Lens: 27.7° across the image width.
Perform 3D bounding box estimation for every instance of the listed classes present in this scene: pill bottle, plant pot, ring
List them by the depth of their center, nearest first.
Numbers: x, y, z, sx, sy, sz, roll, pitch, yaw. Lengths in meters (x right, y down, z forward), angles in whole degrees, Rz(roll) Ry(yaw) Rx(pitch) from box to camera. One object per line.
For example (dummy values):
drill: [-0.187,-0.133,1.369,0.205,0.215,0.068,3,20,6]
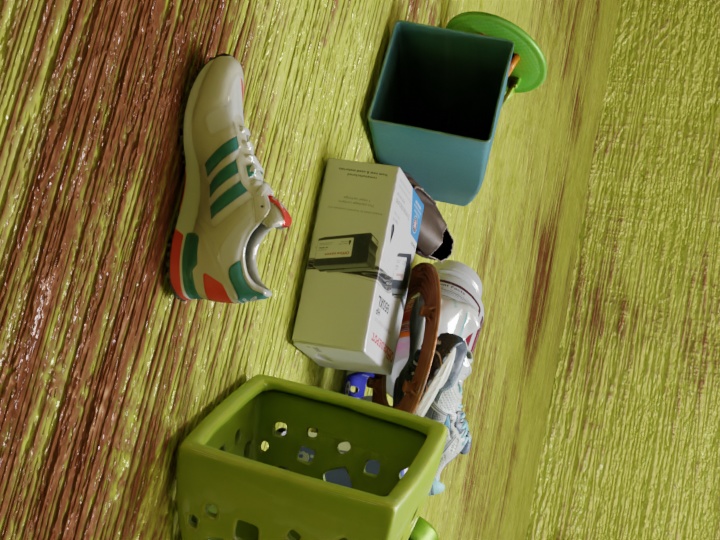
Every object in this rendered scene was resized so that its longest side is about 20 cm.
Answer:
plant pot: [-0.050,0.225,1.301,0.199,0.199,0.182,-42,145,-67]
ring: [0.044,0.087,1.617,0.200,0.019,0.201,-166,-90,-76]
plant pot: [0.094,-0.169,1.734,0.200,0.141,0.142,87,17,-63]
pill bottle: [0.097,0.078,1.889,0.200,0.112,0.113,-65,157,-51]

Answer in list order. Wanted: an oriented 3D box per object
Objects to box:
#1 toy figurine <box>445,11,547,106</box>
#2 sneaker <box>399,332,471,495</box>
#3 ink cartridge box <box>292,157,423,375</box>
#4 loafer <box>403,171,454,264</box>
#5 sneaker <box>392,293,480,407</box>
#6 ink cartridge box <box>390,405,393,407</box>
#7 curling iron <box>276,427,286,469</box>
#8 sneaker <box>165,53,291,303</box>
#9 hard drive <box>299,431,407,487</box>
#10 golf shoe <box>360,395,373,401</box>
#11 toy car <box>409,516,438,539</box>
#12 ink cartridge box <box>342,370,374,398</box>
toy figurine: [0.134,-0.211,1.931,0.185,0.150,0.200,-60,-179,-24]
sneaker: [0.085,0.160,1.604,0.078,0.086,0.201,-107,-146,-62]
ink cartridge box: [0.000,0.000,1.557,0.145,0.084,0.201,47,53,-71]
loafer: [0.072,-0.059,1.737,0.073,0.071,0.200,-56,158,1]
sneaker: [0.085,0.121,1.665,0.071,0.080,0.201,-104,-155,-58]
ink cartridge box: [0.029,0.272,1.811,0.148,0.075,0.201,7,89,-74]
curling iron: [-0.077,0.256,1.516,0.050,0.025,0.201,-52,146,-67]
sneaker: [-0.095,-0.069,1.166,0.070,0.093,0.201,3,95,-75]
hard drive: [-0.015,0.267,1.546,0.025,0.131,0.201,-57,151,-56]
golf shoe: [-0.010,0.199,1.649,0.200,0.075,0.092,-65,154,-49]
toy car: [0.067,0.412,1.680,0.164,0.200,0.158,-51,-178,-31]
ink cartridge box: [0.019,0.064,1.756,0.095,0.037,0.201,31,70,-73]
